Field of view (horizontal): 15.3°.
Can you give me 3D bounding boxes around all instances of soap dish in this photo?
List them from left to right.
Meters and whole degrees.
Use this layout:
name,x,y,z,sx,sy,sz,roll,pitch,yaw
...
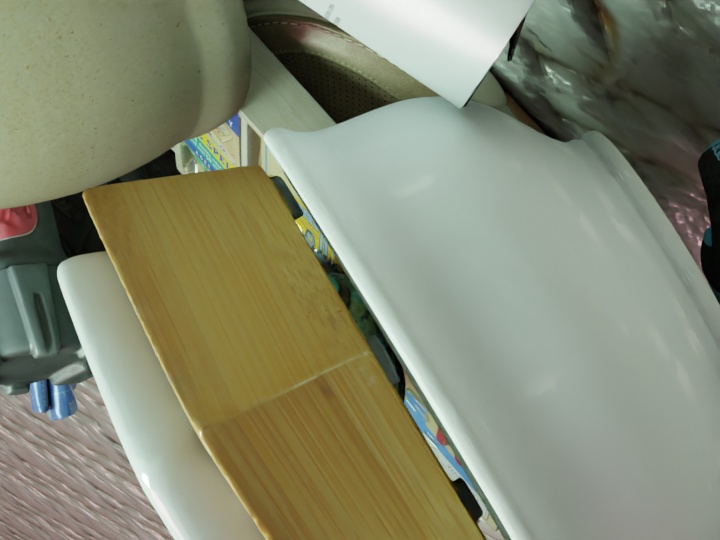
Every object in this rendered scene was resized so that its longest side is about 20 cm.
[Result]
name,x,y,z,sx,sy,sz,roll,pitch,yaw
soap dish,-0.010,0.072,0.854,0.200,0.081,0.157,60,179,-32

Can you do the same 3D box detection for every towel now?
name,x,y,z,sx,sy,sz,roll,pitch,yaw
towel,-0.164,0.002,1.369,0.024,0.148,0.200,-8,-179,-6

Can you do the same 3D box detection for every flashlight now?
name,x,y,z,sx,sy,sz,roll,pitch,yaw
flashlight,-0.159,-0.052,1.078,0.068,0.067,0.201,108,148,-70

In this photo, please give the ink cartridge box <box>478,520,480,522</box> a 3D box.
name,x,y,z,sx,sy,sz,roll,pitch,yaw
ink cartridge box,0.013,0.146,1.331,0.050,0.200,0.162,30,165,9

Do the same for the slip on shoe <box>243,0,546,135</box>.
name,x,y,z,sx,sy,sz,roll,pitch,yaw
slip on shoe,0.031,-0.030,0.990,0.200,0.061,0.076,38,157,-20

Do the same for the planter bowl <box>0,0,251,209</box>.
name,x,y,z,sx,sy,sz,roll,pitch,yaw
planter bowl,-0.152,-0.100,0.917,0.200,0.135,0.201,44,156,25

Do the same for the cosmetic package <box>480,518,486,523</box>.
name,x,y,z,sx,sy,sz,roll,pitch,yaw
cosmetic package,0.078,0.057,1.083,0.200,0.108,0.085,30,174,22

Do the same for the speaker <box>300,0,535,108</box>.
name,x,y,z,sx,sy,sz,roll,pitch,yaw
speaker,-0.029,-0.132,0.773,0.200,0.081,0.081,34,165,0

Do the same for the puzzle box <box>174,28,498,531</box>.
name,x,y,z,sx,sy,sz,roll,pitch,yaw
puzzle box,0.000,0.000,0.993,0.200,0.025,0.133,48,164,15

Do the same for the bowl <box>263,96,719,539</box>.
name,x,y,z,sx,sy,sz,roll,pitch,yaw
bowl,0.058,0.021,0.817,0.202,0.090,0.201,60,179,1

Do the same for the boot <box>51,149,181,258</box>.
name,x,y,z,sx,sy,sz,roll,pitch,yaw
boot,-0.132,-0.063,1.180,0.201,0.070,0.132,63,-163,16

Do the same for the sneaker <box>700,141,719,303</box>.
name,x,y,z,sx,sy,sz,roll,pitch,yaw
sneaker,0.155,0.012,0.871,0.082,0.073,0.200,55,176,24

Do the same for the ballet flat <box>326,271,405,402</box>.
name,x,y,z,sx,sy,sz,roll,pitch,yaw
ballet flat,-0.043,0.030,1.010,0.074,0.074,0.200,41,173,-25
